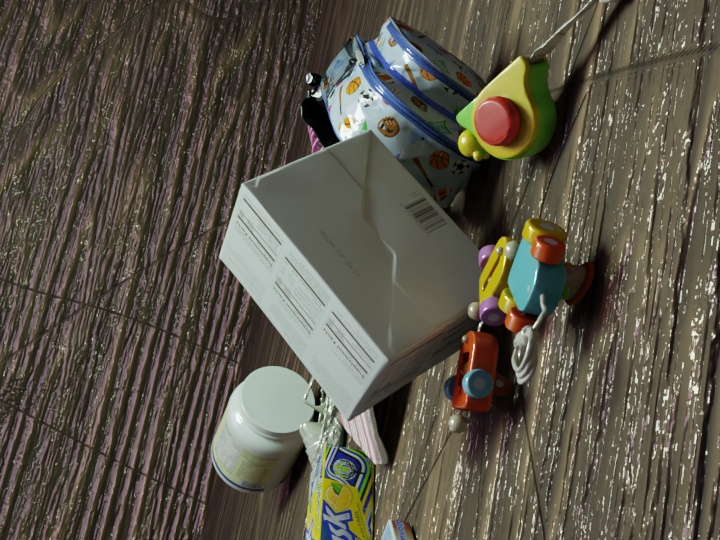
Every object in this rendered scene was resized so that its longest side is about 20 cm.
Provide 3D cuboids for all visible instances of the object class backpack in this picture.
[{"bbox_3d":[0.054,-0.157,1.013,0.154,0.199,0.191,-54,24,29],"label":"backpack"}]

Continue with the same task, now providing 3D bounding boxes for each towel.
[{"bbox_3d":[-0.008,0.135,1.156,0.200,0.030,0.147,-158,53,-77],"label":"towel"}]

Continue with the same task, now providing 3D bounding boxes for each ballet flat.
[{"bbox_3d":[-0.051,0.200,1.354,0.072,0.071,0.201,135,147,-69],"label":"ballet flat"}]

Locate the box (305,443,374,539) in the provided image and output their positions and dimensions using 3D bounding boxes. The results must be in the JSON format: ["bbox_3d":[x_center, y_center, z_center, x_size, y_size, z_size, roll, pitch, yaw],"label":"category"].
[{"bbox_3d":[-0.025,0.299,1.096,0.200,0.064,0.070,-89,17,-47],"label":"box"}]

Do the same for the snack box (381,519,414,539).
[{"bbox_3d":[0.013,0.346,0.943,0.072,0.024,0.201,-109,35,-70],"label":"snack box"}]

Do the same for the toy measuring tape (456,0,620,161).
[{"bbox_3d":[0.153,-0.147,0.809,0.200,0.073,0.074,-40,34,42],"label":"toy measuring tape"}]

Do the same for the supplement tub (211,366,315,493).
[{"bbox_3d":[-0.159,0.263,1.607,0.200,0.144,0.145,117,164,-47],"label":"supplement tub"}]

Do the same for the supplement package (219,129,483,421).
[{"bbox_3d":[0.000,0.000,0.873,0.200,0.155,0.111,50,143,17],"label":"supplement package"}]

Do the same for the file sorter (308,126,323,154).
[{"bbox_3d":[0.013,-0.175,1.251,0.139,0.125,0.200,-53,16,13],"label":"file sorter"}]

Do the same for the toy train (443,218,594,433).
[{"bbox_3d":[0.119,0.045,0.729,0.200,0.055,0.151,129,152,-72],"label":"toy train"}]
